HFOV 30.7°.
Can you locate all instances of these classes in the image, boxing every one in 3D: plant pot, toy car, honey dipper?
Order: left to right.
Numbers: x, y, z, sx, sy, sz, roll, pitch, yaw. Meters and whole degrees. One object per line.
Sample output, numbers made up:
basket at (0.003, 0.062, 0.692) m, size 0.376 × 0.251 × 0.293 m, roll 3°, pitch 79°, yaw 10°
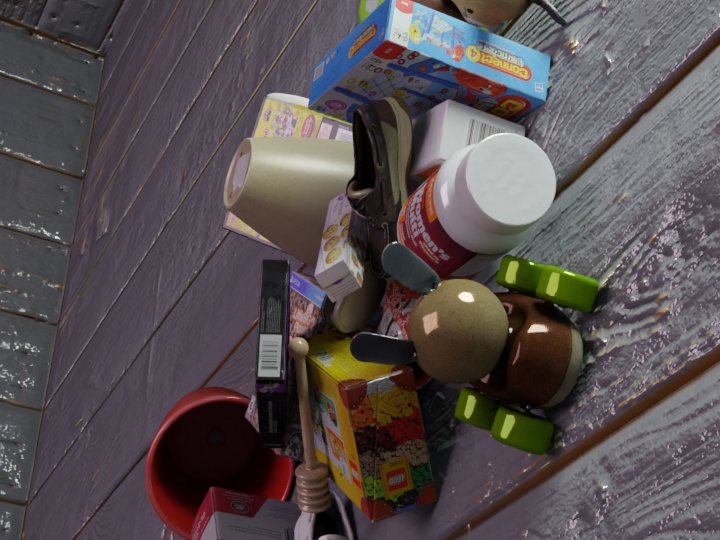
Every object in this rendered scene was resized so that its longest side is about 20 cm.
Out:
plant pot at (-0.194, 0.247, 1.779) m, size 0.177 × 0.199 × 0.202 m, roll -139°, pitch 68°, yaw -77°
honey dipper at (-0.058, 0.167, 1.415) m, size 0.038 × 0.038 × 0.202 m, roll -129°, pitch 31°, yaw -64°
plant pot at (-0.067, -0.096, 1.679) m, size 0.187 × 0.199 × 0.189 m, roll -49°, pitch 31°, yaw 44°
toy car at (0.089, 0.055, 1.194) m, size 0.158 × 0.199 × 0.166 m, roll 19°, pitch 92°, yaw 68°
toy car at (0.128, -0.293, 1.426) m, size 0.200 × 0.163 × 0.159 m, roll 26°, pitch 98°, yaw 52°

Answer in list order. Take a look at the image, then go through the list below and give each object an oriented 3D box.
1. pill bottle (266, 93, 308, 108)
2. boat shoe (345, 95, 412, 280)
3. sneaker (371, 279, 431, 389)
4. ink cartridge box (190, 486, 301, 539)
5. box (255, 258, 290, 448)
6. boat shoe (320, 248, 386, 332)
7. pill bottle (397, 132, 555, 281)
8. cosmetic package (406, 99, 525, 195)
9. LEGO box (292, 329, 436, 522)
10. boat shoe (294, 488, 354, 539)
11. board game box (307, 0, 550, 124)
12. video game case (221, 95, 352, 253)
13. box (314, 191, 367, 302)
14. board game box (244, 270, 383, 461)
pill bottle at (-0.113, -0.150, 1.942) m, size 0.114 × 0.113 × 0.202 m, roll -3°, pitch 71°, yaw 67°
boat shoe at (0.015, -0.086, 1.409) m, size 0.073 × 0.064 × 0.202 m, roll 27°, pitch 121°, yaw 60°
sneaker at (0.064, 0.033, 1.453) m, size 0.108 × 0.067 × 0.203 m, roll 22°, pitch 98°, yaw 67°
ink cartridge box at (-0.114, 0.361, 1.530) m, size 0.083 × 0.145 × 0.201 m, roll -62°, pitch 24°, yaw 27°
box at (-0.097, 0.097, 1.466) m, size 0.200 × 0.036 × 0.144 m, roll 93°, pitch 178°, yaw -61°
boat shoe at (0.000, 0.000, 1.516) m, size 0.200 × 0.059 × 0.072 m, roll -54°, pitch -35°, yaw -44°
pill bottle at (0.113, -0.061, 1.301) m, size 0.200 × 0.109 × 0.111 m, roll 137°, pitch 145°, yaw -70°
cosmetic package at (0.087, -0.118, 1.458) m, size 0.200 × 0.101 × 0.072 m, roll -20°, pitch 57°, yaw 64°
LEGO box at (-0.001, 0.160, 1.416) m, size 0.200 × 0.077 × 0.150 m, roll -151°, pitch 49°, yaw -68°
boat shoe at (-0.038, 0.325, 1.472) m, size 0.201 × 0.073 × 0.066 m, roll -110°, pitch 38°, yaw -55°
board game box at (0.071, -0.205, 1.432) m, size 0.200 × 0.194 × 0.056 m, roll -30°, pitch 48°, yaw 60°
video game case at (-0.090, -0.127, 1.845) m, size 0.180 × 0.025 × 0.202 m, roll 21°, pitch 95°, yaw 27°
box at (-0.018, -0.032, 1.462) m, size 0.041 × 0.039 × 0.200 m, roll -27°, pitch 22°, yaw 17°
board game box at (-0.050, 0.121, 1.618) m, size 0.159 × 0.096 × 0.202 m, roll 27°, pitch 100°, yaw 68°
